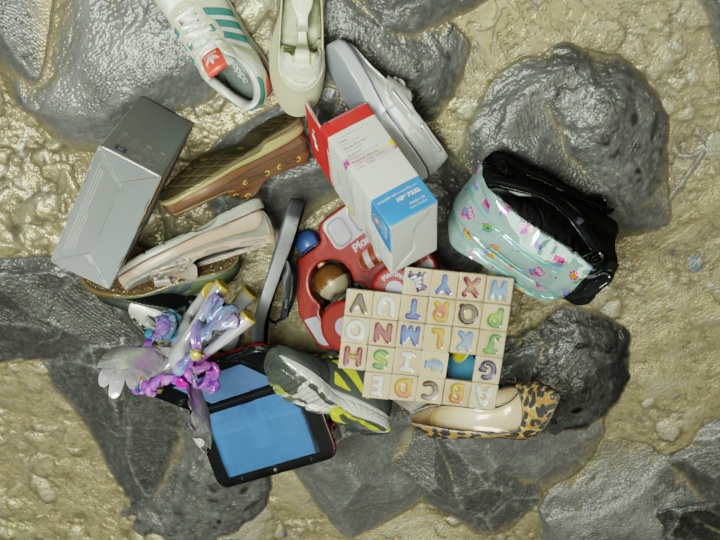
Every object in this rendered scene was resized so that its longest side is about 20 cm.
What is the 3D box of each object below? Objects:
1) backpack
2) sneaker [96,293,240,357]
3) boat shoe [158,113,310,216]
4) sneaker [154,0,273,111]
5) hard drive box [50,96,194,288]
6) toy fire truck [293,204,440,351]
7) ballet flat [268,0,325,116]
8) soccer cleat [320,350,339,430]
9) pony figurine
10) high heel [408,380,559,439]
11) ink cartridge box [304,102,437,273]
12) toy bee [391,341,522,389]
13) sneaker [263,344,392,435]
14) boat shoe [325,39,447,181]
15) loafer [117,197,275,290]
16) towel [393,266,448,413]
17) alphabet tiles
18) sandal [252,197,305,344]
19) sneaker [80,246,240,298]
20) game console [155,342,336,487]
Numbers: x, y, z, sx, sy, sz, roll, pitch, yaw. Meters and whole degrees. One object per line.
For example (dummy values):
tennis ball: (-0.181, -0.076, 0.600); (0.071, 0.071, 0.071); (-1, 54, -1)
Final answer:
backpack: (0.209, -0.051, 1.347); (0.199, 0.167, 0.127); (30, 117, -7)
sneaker: (-0.256, 0.072, 1.446); (0.199, 0.074, 0.089); (18, 112, -8)
boat shoe: (-0.146, -0.115, 1.329); (0.199, 0.072, 0.068); (-31, 119, -15)
sneaker: (-0.171, -0.268, 1.273); (0.070, 0.094, 0.200); (-32, 112, 14)
hard drive box: (-0.277, -0.097, 1.295); (0.076, 0.200, 0.156); (26, 114, -10)
toy fire truck: (0.000, 0.000, 1.401); (0.200, 0.112, 0.169); (-34, 83, 20)
ballet flat: (-0.071, -0.273, 1.275); (0.069, 0.070, 0.201); (2, 109, -1)
soccer cleat: (-0.069, 0.190, 1.515); (0.086, 0.070, 0.200); (49, 121, 14)
pony figurine: (-0.212, 0.107, 1.334); (0.166, 0.193, 0.200); (41, 99, -14)
high heel: (0.159, 0.185, 1.438); (0.142, 0.072, 0.200); (5, 160, -24)
ink cartridge box: (0.012, -0.111, 1.299); (0.067, 0.201, 0.116); (-28, 155, -11)
toy bee: (0.111, 0.094, 1.416); (0.130, 0.199, 0.110); (-4, 87, 37)
sneaker: (-0.038, 0.138, 1.399); (0.200, 0.085, 0.074); (35, 143, -29)
boat shoe: (0.032, -0.199, 1.328); (0.065, 0.074, 0.201); (-39, 107, -15)
loafer: (-0.197, -0.019, 1.334); (0.199, 0.072, 0.063); (-28, 92, -10)
towel: (0.090, 0.096, 1.479); (0.132, 0.035, 0.200); (34, 111, -16)
alphabet tiles: (0.076, 0.079, 1.327); (0.199, 0.008, 0.168); (6, 103, -4)
sandal: (-0.096, 0.010, 1.381); (0.043, 0.076, 0.201); (17, 109, -2)
sneaker: (-0.249, 0.008, 1.408); (0.199, 0.090, 0.068); (-9, 73, -2)
game console: (-0.159, 0.194, 1.451); (0.199, 0.119, 0.172); (-20, 151, 24)
